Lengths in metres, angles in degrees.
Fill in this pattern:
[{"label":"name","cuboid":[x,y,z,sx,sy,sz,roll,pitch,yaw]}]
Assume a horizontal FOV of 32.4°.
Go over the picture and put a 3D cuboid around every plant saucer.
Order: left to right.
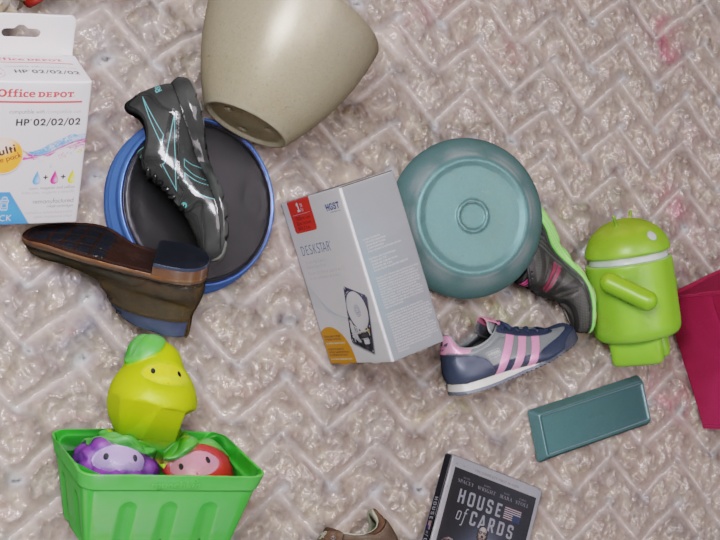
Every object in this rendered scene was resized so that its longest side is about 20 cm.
[{"label":"plant saucer","cuboid":[0.135,-0.066,1.532,0.198,0.036,0.203,0,88,-10]},{"label":"plant saucer","cuboid":[0.310,0.197,1.654,0.198,0.019,0.071,-13,92,-31]}]

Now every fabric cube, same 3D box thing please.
[{"label":"fabric cube","cuboid":[0.576,0.092,1.710,0.195,0.199,0.201,-20,95,-28]}]

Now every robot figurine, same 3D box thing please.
[{"label":"robot figurine","cuboid":[0.359,0.023,1.637,0.175,0.115,0.202,-18,101,-62]}]

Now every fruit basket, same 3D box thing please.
[{"label":"fruit basket","cuboid":[-0.213,0.176,1.295,0.214,0.155,0.218,-7,106,-26]}]

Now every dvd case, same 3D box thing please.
[{"label":"dvd case","cuboid":[0.141,0.347,1.540,0.149,0.025,0.202,24,75,-26]}]

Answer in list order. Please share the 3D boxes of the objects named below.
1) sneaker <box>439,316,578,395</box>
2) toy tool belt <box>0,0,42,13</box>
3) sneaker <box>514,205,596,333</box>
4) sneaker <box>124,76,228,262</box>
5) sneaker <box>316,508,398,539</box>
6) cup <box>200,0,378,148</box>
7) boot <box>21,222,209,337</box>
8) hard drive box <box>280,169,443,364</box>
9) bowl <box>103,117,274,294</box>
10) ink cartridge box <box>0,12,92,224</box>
[{"label":"sneaker","cuboid":[0.187,0.089,1.560,0.199,0.070,0.083,-20,97,-27]},{"label":"toy tool belt","cuboid":[-0.406,-0.286,1.233,0.200,0.124,0.124,-43,114,-26]},{"label":"sneaker","cuboid":[0.236,0.003,1.608,0.084,0.077,0.201,-37,99,-11]},{"label":"sneaker","cuboid":[-0.194,-0.103,1.330,0.078,0.075,0.202,-15,86,-16]},{"label":"sneaker","cuboid":[-0.044,0.340,1.422,0.199,0.070,0.076,-17,75,-33]},{"label":"cup","cuboid":[-0.097,-0.222,1.361,0.199,0.200,0.144,30,75,-24]},{"label":"boot","cuboid":[-0.262,0.013,1.309,0.198,0.075,0.098,12,119,2]},{"label":"hard drive box","cuboid":[0.000,0.000,1.417,0.076,0.155,0.202,-19,94,-28]},{"label":"bowl","cuboid":[-0.186,-0.074,1.384,0.199,0.039,0.203,3,84,-29]},{"label":"ink cartridge box","cuboid":[-0.336,-0.149,1.231,0.114,0.068,0.202,-5,123,-30]}]
